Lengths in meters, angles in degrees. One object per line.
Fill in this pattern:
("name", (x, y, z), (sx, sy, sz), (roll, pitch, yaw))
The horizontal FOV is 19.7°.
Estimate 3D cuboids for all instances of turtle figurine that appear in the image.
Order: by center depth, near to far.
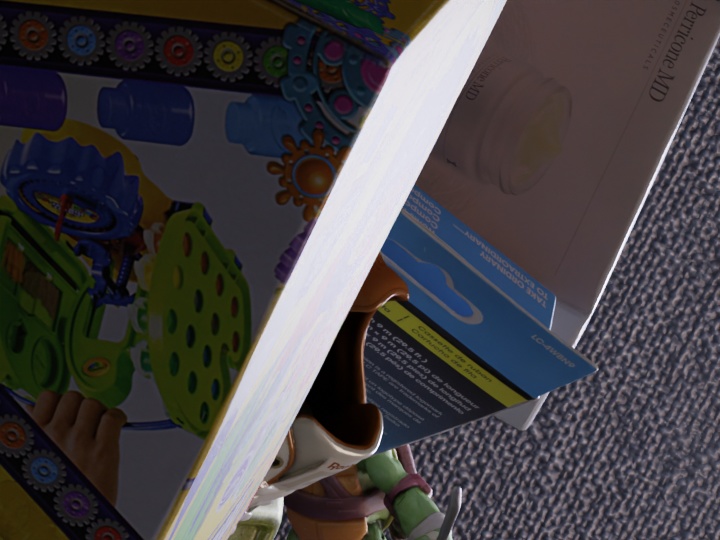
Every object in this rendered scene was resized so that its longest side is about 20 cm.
("turtle figurine", (-0.026, 0.150, 1.047), (0.200, 0.143, 0.194), (-112, -167, -64))

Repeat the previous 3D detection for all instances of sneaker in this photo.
("sneaker", (-0.047, 0.069, 0.749), (0.073, 0.085, 0.200), (-16, 136, -55))

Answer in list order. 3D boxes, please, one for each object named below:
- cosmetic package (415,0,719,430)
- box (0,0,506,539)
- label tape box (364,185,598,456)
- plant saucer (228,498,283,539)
("cosmetic package", (0.041, -0.068, 0.990), (0.200, 0.200, 0.123), (-62, 177, -32))
("box", (-0.065, -0.010, 0.428), (0.193, 0.122, 0.200), (-63, 177, 22))
("label tape box", (0.000, 0.000, 0.851), (0.200, 0.143, 0.066), (-29, -152, 56))
("plant saucer", (-0.114, 0.147, 0.856), (0.200, 0.048, 0.200), (18, 101, -60))
